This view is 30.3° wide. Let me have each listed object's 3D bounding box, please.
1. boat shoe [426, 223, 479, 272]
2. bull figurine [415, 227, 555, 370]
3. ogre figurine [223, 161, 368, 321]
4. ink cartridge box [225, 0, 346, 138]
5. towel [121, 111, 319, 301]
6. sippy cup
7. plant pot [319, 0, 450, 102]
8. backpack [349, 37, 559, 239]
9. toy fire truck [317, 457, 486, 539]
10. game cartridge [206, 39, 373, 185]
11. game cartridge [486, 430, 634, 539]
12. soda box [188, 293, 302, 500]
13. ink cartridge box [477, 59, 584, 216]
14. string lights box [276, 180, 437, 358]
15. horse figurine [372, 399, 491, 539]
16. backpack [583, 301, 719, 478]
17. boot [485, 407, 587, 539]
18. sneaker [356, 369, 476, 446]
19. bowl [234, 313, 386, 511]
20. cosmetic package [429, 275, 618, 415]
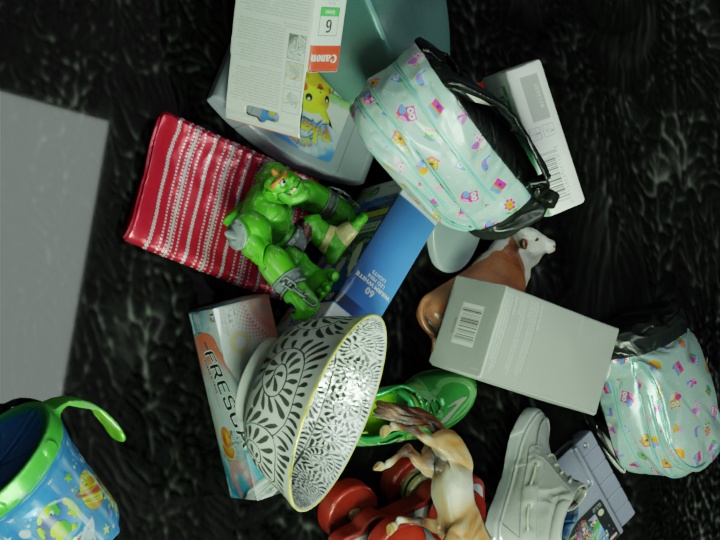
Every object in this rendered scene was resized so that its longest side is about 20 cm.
[{"bbox_3d":[0.084,-0.102,1.494,0.071,0.091,0.201,-8,104,-32],"label":"boat shoe"},{"bbox_3d":[0.148,0.032,1.522,0.200,0.065,0.122,-30,107,-26],"label":"bull figurine"},{"bbox_3d":[-0.070,-0.039,1.344,0.120,0.098,0.200,36,54,-11],"label":"ogre figurine"},{"bbox_3d":[-0.073,-0.241,1.328,0.050,0.109,0.201,-13,115,-50],"label":"ink cartridge box"},{"bbox_3d":[-0.141,-0.065,1.381,0.200,0.022,0.145,22,74,-28],"label":"towel"},{"bbox_3d":[-0.291,0.210,1.203,0.178,0.140,0.130,-34,119,9],"label":"sippy cup"},{"bbox_3d":[0.002,-0.291,1.404,0.141,0.141,0.200,-29,97,-42],"label":"plant pot"},{"bbox_3d":[0.086,-0.128,1.321,0.127,0.167,0.200,-43,130,6],"label":"backpack"},{"bbox_3d":[0.048,0.301,1.421,0.200,0.112,0.168,-19,119,-31],"label":"toy fire truck"},{"bbox_3d":[-0.061,-0.179,1.435,0.200,0.040,0.134,28,75,-26],"label":"game cartridge"},{"bbox_3d":[0.233,0.297,1.566,0.200,0.038,0.130,-37,100,-29],"label":"game cartridge"},{"bbox_3d":[-0.113,0.128,1.353,0.068,0.064,0.201,-14,92,-32],"label":"soda box"},{"bbox_3d":[0.170,-0.141,1.487,0.050,0.200,0.161,-21,96,-15],"label":"ink cartridge box"},{"bbox_3d":[0.000,0.000,1.413,0.059,0.103,0.200,41,65,-21],"label":"string lights box"},{"bbox_3d":[0.075,0.216,1.323,0.132,0.050,0.200,3,64,-40],"label":"horse figurine"},{"bbox_3d":[0.350,0.152,1.600,0.167,0.126,0.201,-20,99,-35],"label":"backpack"},{"bbox_3d":[0.209,0.238,1.489,0.200,0.095,0.074,-67,148,-40],"label":"boot"},{"bbox_3d":[0.050,0.155,1.437,0.200,0.084,0.074,-12,93,-31],"label":"sneaker"},{"bbox_3d":[-0.059,0.120,1.275,0.094,0.201,0.201,20,68,17],"label":"bowl"},{"bbox_3d":[0.184,0.084,1.465,0.200,0.090,0.107,23,83,-41],"label":"cosmetic package"}]
